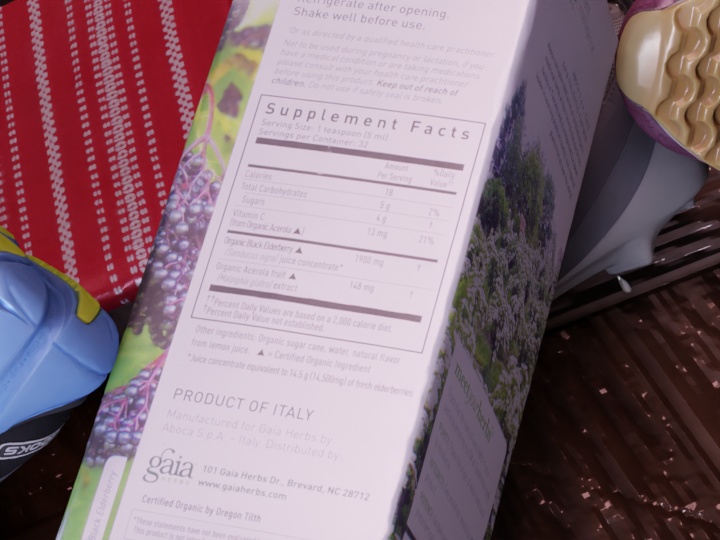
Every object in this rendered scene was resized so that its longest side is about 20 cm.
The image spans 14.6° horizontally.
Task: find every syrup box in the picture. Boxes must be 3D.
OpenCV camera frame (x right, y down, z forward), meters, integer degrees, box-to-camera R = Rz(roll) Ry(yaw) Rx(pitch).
[{"bbox_3d":[0.000,0.000,0.692,0.081,0.079,0.201,7,65,18],"label":"syrup box"}]

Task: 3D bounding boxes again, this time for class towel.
[{"bbox_3d":[-0.114,-0.023,0.847,0.199,0.023,0.145,-24,44,9],"label":"towel"}]

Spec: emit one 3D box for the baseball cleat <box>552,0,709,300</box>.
[{"bbox_3d":[0.012,-0.014,0.783,0.200,0.107,0.070,-37,18,-34],"label":"baseball cleat"}]

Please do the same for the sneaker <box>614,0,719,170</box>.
[{"bbox_3d":[0.139,-0.081,0.837,0.199,0.075,0.090,-9,33,-35],"label":"sneaker"}]

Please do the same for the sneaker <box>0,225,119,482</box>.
[{"bbox_3d":[-0.121,0.019,0.704,0.083,0.071,0.199,-51,19,-7],"label":"sneaker"}]

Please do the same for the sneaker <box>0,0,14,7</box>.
[{"bbox_3d":[-0.148,-0.110,0.937,0.199,0.076,0.088,-12,5,-24],"label":"sneaker"}]
